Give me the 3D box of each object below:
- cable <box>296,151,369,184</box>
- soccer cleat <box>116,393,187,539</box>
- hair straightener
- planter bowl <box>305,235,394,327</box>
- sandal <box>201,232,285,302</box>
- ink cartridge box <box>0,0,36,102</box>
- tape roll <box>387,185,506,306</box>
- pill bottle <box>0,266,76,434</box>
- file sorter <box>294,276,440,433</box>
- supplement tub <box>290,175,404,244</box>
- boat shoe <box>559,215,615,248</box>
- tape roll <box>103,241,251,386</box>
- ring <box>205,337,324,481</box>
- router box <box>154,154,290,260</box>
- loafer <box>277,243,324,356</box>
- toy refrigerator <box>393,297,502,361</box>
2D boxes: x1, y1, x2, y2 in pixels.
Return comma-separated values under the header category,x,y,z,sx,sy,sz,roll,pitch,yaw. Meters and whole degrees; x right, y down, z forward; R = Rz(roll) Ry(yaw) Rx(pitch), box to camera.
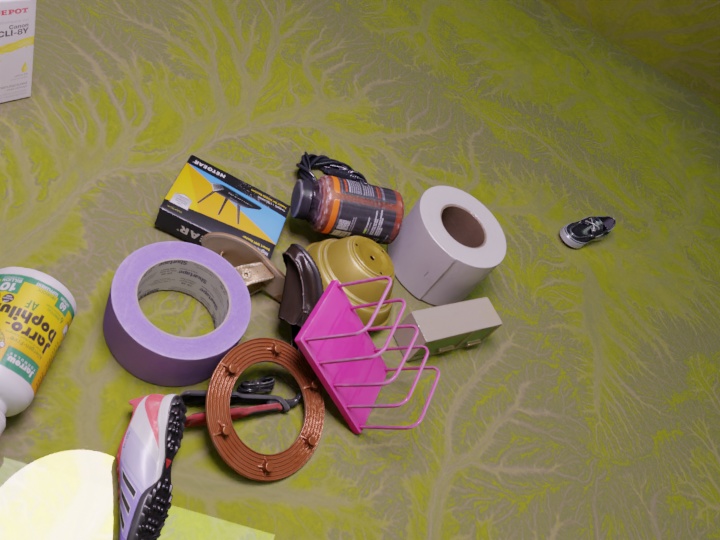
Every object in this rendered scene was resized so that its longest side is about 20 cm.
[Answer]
category,x,y,z,sx,sy,sz,roll,pitch,yaw
cable,-0.046,-0.175,1.249,0.162,0.051,0.201,-24,70,-42
soccer cleat,-0.274,0.253,0.761,0.072,0.068,0.202,0,60,8
hair straightener,-0.170,0.176,0.894,0.198,0.041,0.078,-2,57,-33
planter bowl,0.000,0.000,1.082,0.199,0.084,0.201,29,34,-22
sandal,-0.175,0.018,0.995,0.211,0.078,0.070,33,43,-14
ink cartridge box,-0.596,-0.358,0.943,0.083,0.200,0.145,47,45,10
tape roll,0.171,-0.048,1.220,0.201,0.139,0.204,17,49,-20
pill bottle,-0.436,0.104,0.735,0.112,0.113,0.201,22,46,-15
file sorter,0.022,0.128,0.930,0.201,0.124,0.139,61,37,-26
supplement tub,-0.026,-0.115,1.125,0.198,0.107,0.108,10,50,-22
boat shoe,0.599,-0.109,1.589,0.198,0.068,0.072,-8,60,-36
tape roll,-0.268,0.061,0.895,0.198,0.085,0.202,16,49,-19
ring,-0.128,0.195,0.872,0.199,0.019,0.203,18,62,-37
router box,-0.236,-0.097,1.065,0.199,0.051,0.150,26,45,-14
loafer,-0.097,0.058,0.967,0.071,0.073,0.202,-14,95,-24
toy refrigerator,0.165,0.110,1.135,0.198,0.076,0.070,-8,59,-37
